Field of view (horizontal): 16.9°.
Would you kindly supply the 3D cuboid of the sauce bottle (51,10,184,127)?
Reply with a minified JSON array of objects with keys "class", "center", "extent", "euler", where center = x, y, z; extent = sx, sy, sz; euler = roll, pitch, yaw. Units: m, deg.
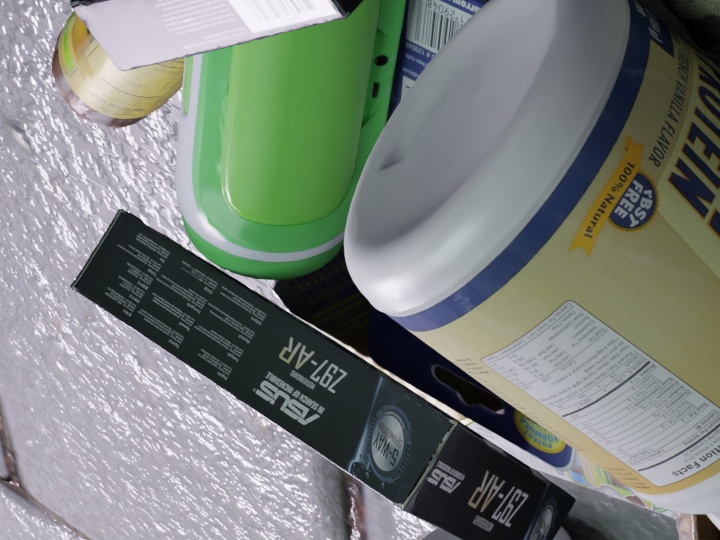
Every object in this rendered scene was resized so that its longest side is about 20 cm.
[{"class":"sauce bottle","center":[-0.085,-0.125,1.112],"extent":[0.065,0.065,0.200],"euler":[48,150,-4]}]

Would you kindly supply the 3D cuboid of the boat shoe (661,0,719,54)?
[{"class":"boat shoe","center":[0.170,-0.100,0.799],"extent":[0.200,0.072,0.066],"euler":[10,141,55]}]

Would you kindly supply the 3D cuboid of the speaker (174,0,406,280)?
[{"class":"speaker","center":[-0.030,-0.093,1.003],"extent":[0.088,0.088,0.201],"euler":[33,138,23]}]

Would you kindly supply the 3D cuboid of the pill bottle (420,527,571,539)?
[{"class":"pill bottle","center":[0.093,0.229,1.277],"extent":[0.104,0.104,0.201],"euler":[13,138,45]}]

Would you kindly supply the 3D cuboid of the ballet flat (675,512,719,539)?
[{"class":"ballet flat","center":[0.169,0.111,1.039],"extent":[0.067,0.068,0.201],"euler":[-120,16,-51]}]

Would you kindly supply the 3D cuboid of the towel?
[{"class":"towel","center":[0.000,0.000,1.152],"extent":[0.200,0.023,0.144],"euler":[51,152,-6]}]

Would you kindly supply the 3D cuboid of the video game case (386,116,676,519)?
[{"class":"video game case","center":[0.093,0.025,1.105],"extent":[0.181,0.023,0.201],"euler":[17,139,43]}]

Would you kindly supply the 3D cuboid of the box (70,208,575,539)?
[{"class":"box","center":[-0.014,0.056,1.094],"extent":[0.200,0.044,0.160],"euler":[32,178,28]}]

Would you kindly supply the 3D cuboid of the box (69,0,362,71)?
[{"class":"box","center":[0.009,-0.147,0.815],"extent":[0.036,0.200,0.143],"euler":[53,152,-20]}]

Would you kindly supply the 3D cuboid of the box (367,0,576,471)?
[{"class":"box","center":[0.062,-0.023,1.020],"extent":[0.121,0.032,0.201],"euler":[29,129,30]}]

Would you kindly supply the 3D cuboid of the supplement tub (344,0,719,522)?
[{"class":"supplement tub","center":[0.109,-0.001,0.889],"extent":[0.200,0.145,0.144],"euler":[35,155,-19]}]
